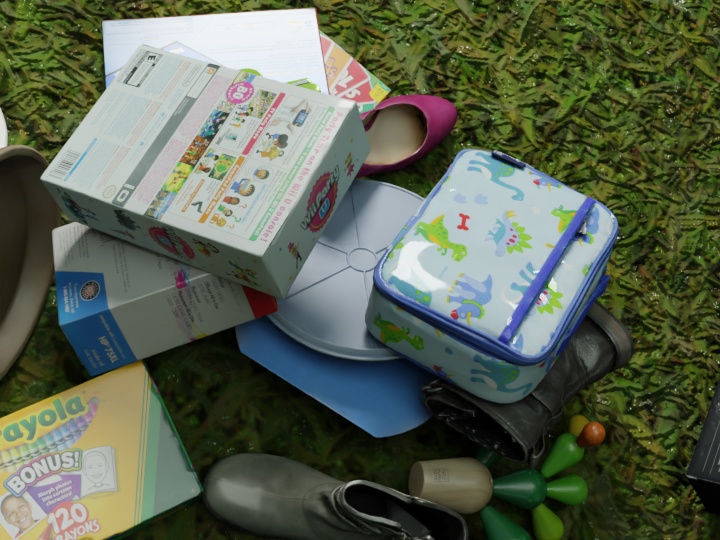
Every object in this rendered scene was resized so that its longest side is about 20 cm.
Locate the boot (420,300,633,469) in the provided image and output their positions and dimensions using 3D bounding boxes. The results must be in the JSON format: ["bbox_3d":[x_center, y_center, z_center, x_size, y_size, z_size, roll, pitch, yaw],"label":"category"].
[{"bbox_3d":[0.113,0.063,0.927,0.174,0.070,0.200,-31,49,-33],"label":"boot"}]

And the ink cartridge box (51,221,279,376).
[{"bbox_3d":[-0.138,-0.007,0.888,0.199,0.068,0.117,-19,45,-2],"label":"ink cartridge box"}]

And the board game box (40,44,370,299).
[{"bbox_3d":[-0.115,-0.080,0.842,0.199,0.064,0.148,19,64,23],"label":"board game box"}]

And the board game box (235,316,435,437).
[{"bbox_3d":[-0.013,0.061,0.960,0.199,0.039,0.158,32,50,4],"label":"board game box"}]

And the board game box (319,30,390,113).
[{"bbox_3d":[-0.068,-0.129,1.026,0.095,0.030,0.200,40,69,2],"label":"board game box"}]

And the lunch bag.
[{"bbox_3d":[0.111,0.000,0.895,0.160,0.083,0.200,29,52,14],"label":"lunch bag"}]

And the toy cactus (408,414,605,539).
[{"bbox_3d":[0.123,0.182,0.916,0.164,0.102,0.202,8,70,-22],"label":"toy cactus"}]

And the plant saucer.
[{"bbox_3d":[-0.285,0.001,0.834,0.029,0.200,0.201,15,67,8],"label":"plant saucer"}]

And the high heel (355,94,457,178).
[{"bbox_3d":[0.027,-0.123,0.993,0.199,0.096,0.068,-15,96,-32],"label":"high heel"}]

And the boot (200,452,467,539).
[{"bbox_3d":[-0.022,0.179,0.868,0.199,0.131,0.068,18,67,-7],"label":"boot"}]

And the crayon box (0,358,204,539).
[{"bbox_3d":[-0.237,0.165,0.858,0.199,0.058,0.119,-23,78,-20],"label":"crayon box"}]

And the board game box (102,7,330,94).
[{"bbox_3d":[-0.132,-0.188,1.015,0.198,0.019,0.104,-5,64,-8],"label":"board game box"}]

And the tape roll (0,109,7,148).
[{"bbox_3d":[-0.378,-0.085,0.865,0.201,0.071,0.203,12,41,-10],"label":"tape roll"}]

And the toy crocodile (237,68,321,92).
[{"bbox_3d":[-0.127,-0.125,0.957,0.198,0.068,0.062,-10,63,-2],"label":"toy crocodile"}]

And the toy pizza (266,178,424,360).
[{"bbox_3d":[0.000,0.000,0.953,0.198,0.032,0.201,4,49,-5],"label":"toy pizza"}]

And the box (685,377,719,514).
[{"bbox_3d":[0.393,0.126,0.983,0.079,0.140,0.201,49,59,-40],"label":"box"}]
